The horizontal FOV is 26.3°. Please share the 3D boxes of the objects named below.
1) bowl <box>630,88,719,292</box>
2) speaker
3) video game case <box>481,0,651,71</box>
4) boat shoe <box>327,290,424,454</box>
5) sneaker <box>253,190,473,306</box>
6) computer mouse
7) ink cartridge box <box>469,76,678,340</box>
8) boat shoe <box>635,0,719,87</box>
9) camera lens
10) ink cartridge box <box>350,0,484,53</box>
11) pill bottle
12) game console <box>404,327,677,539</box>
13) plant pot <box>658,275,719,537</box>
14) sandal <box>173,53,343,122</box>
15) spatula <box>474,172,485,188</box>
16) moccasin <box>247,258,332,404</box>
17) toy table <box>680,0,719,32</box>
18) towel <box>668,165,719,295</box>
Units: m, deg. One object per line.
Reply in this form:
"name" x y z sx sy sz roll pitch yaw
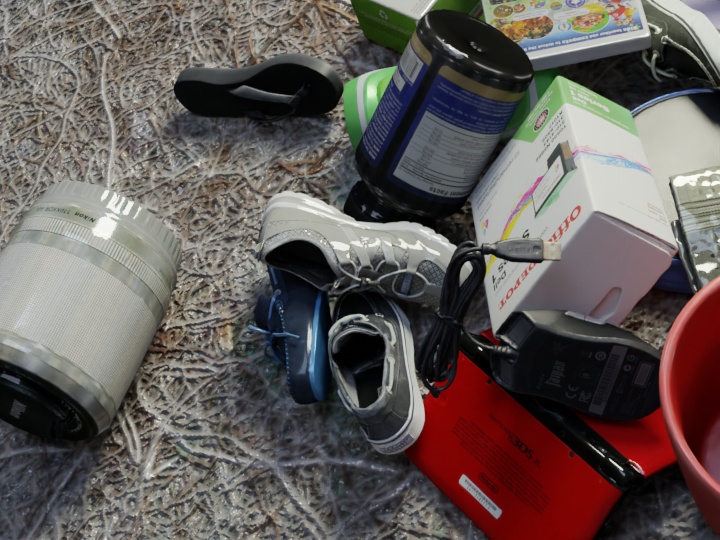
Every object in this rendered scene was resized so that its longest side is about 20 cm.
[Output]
"bowl" 0.292 -0.076 1.336 0.199 0.039 0.202 -9 54 12
"speaker" 0.088 -0.160 1.453 0.198 0.089 0.089 -9 53 14
"video game case" 0.183 -0.265 1.440 0.142 0.018 0.201 -10 49 6
"boat shoe" 0.002 0.068 1.315 0.071 0.068 0.201 -29 36 14
"sneaker" 0.000 0.000 1.339 0.198 0.075 0.082 15 41 9
"computer mouse" 0.148 0.037 1.175 0.198 0.142 0.046 9 29 -1
"ink cartridge box" 0.168 -0.040 1.264 0.145 0.083 0.201 -54 23 31
"boat shoe" 0.287 -0.201 1.403 0.063 0.071 0.200 -36 29 5
"camera lens" -0.267 0.041 1.402 0.159 0.160 0.201 9 60 27
"ink cartridge box" 0.109 -0.276 1.534 0.199 0.076 0.148 28 70 35
"pill bottle" 0.062 -0.118 1.362 0.112 0.111 0.201 54 127 39
"game console" 0.162 0.137 1.255 0.200 0.118 0.173 41 108 38
"plant pot" 0.308 0.117 1.091 0.198 0.178 0.202 -4 63 7
"sandal" -0.102 -0.173 1.551 0.199 0.076 0.043 -2 52 33
"spatula" 0.128 -0.083 1.423 0.198 0.021 0.057 9 59 28
"moccasin" -0.062 0.044 1.380 0.068 0.081 0.201 -8 39 4
"toy table" 0.385 -0.288 1.407 0.198 0.117 0.185 -6 54 19
"towel" 0.359 -0.009 1.240 0.198 0.035 0.194 -10 66 0
